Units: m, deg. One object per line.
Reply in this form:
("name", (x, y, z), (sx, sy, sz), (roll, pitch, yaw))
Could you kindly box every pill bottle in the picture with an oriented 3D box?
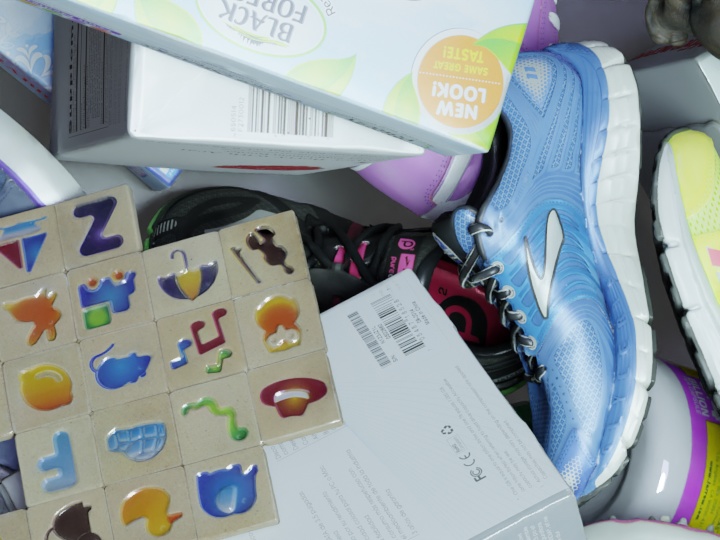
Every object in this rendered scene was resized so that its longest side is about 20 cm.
("pill bottle", (0.179, 0.108, 1.313), (0.199, 0.104, 0.105), (18, 85, -32))

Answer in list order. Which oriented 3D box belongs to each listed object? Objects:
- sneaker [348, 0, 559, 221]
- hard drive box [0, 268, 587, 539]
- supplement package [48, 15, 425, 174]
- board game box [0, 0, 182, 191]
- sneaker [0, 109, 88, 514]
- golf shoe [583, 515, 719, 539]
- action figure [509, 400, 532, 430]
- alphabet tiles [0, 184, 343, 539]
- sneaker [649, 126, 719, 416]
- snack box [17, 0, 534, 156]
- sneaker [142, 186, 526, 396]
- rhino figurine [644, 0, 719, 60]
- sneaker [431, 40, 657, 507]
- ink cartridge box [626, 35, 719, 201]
("sneaker", (0.068, -0.103, 1.308), (0.114, 0.073, 0.201), (33, 67, -16))
("hard drive box", (-0.026, 0.111, 1.180), (0.199, 0.156, 0.077), (-26, 134, -9))
("supplement package", (-0.053, -0.103, 1.178), (0.120, 0.200, 0.121), (3, 89, -15))
("board game box", (-0.107, -0.175, 1.289), (0.199, 0.041, 0.200), (38, 81, -11))
("sneaker", (-0.167, 0.034, 1.251), (0.146, 0.080, 0.200), (-42, 105, -16))
("golf shoe", (0.080, 0.158, 1.212), (0.075, 0.199, 0.092), (54, 37, -40))
("action figure", (0.029, 0.103, 1.313), (0.199, 0.055, 0.119), (-9, 94, -22))
("alphabet tiles", (-0.112, 0.044, 1.178), (0.199, 0.008, 0.168), (-15, 62, 3))
("sneaker", (0.183, 0.027, 1.215), (0.090, 0.078, 0.201), (-23, 79, 5))
("snack box", (-0.029, -0.140, 1.054), (0.199, 0.053, 0.143), (19, 86, -15))
("sneaker", (0.000, 0.000, 1.286), (0.199, 0.084, 0.077), (12, 67, -17))
("rhino figurine", (0.220, -0.075, 1.196), (0.199, 0.087, 0.060), (29, 83, -11))
("sneaker", (0.072, 0.003, 1.225), (0.089, 0.079, 0.202), (-1, 80, -15))
("ink cartridge box", (0.238, -0.075, 1.321), (0.199, 0.145, 0.145), (-29, 96, -12))
